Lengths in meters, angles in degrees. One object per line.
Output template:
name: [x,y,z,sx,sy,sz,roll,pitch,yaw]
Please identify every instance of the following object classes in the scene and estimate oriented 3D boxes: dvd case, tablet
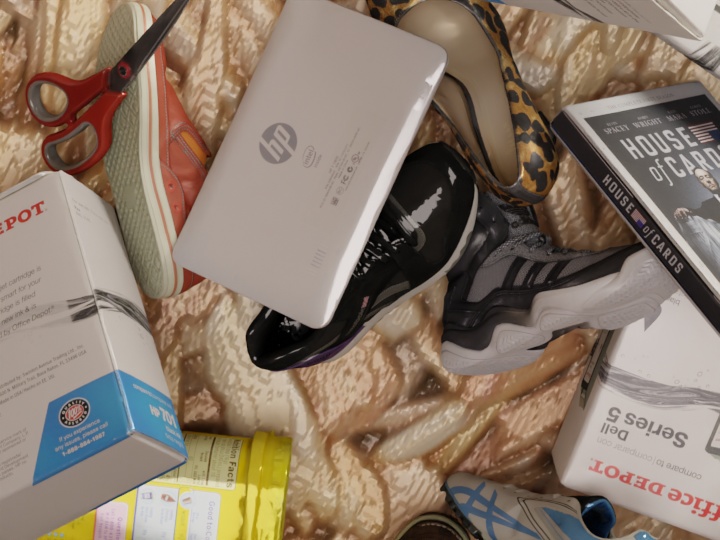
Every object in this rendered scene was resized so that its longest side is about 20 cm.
dvd case: [0.231,-0.038,1.602,0.200,0.150,0.025,54,131,21]
tablet: [-0.035,-0.075,1.620,0.130,0.014,0.201,24,88,27]

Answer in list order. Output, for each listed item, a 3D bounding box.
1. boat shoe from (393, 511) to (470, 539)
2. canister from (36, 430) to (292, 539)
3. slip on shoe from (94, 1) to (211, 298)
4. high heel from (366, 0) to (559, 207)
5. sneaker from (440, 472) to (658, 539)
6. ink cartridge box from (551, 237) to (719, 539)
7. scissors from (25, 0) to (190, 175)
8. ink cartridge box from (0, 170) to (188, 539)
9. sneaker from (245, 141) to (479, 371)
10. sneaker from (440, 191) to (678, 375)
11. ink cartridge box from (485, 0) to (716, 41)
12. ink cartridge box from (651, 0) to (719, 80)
boat shoe: [0.007,0.263,1.734,0.074,0.075,0.203,27,99,2]
canister: [-0.153,0.177,1.715,0.199,0.087,0.149,7,101,0]
slip on shoe: [-0.135,-0.083,1.678,0.061,0.074,0.201,-15,97,-32]
high heel: [0.061,-0.132,1.618,0.071,0.143,0.200,-39,99,17]
sneaker: [0.130,0.176,1.674,0.073,0.200,0.072,-53,128,-9]
ink cartridge box: [0.234,0.072,1.691,0.145,0.084,0.201,20,101,-4]
scissors: [-0.156,-0.121,1.634,0.200,0.014,0.073,-23,90,43]
ink cartridge box: [-0.215,0.059,1.631,0.146,0.086,0.201,-27,62,16]
sneaker: [0.000,0.000,1.643,0.076,0.087,0.200,47,118,12]
sneaker: [0.123,-0.009,1.644,0.200,0.075,0.114,-26,69,37]
ink cartridge box: [0.142,-0.238,1.557,0.199,0.084,0.146,16,80,39]
ink cartridge box: [0.262,-0.198,1.636,0.200,0.084,0.146,33,99,-6]
